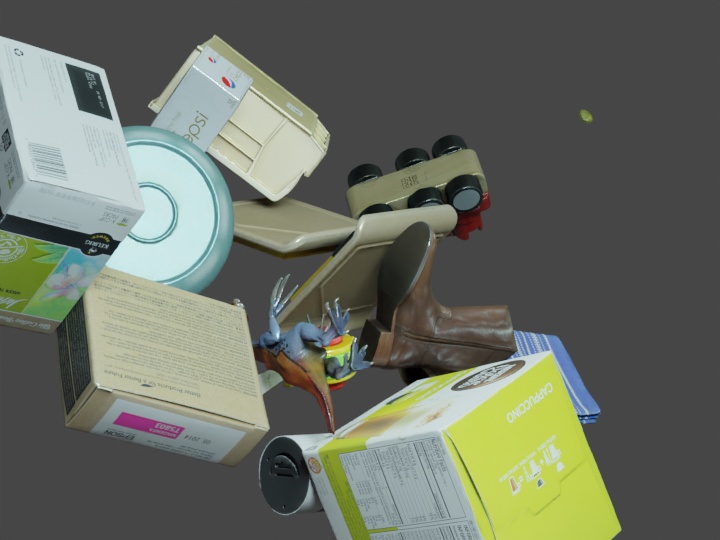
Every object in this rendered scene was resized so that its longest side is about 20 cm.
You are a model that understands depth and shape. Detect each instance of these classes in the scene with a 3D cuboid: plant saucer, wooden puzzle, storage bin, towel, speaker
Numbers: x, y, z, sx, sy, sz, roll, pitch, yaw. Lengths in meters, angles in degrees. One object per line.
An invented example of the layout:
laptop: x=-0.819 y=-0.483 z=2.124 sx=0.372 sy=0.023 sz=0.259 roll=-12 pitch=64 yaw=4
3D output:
plant saucer: x=-0.228 y=-0.059 z=1.686 sx=0.198 sy=0.027 sz=0.203 roll=4 pitch=78 yaw=-18
wooden puzzle: x=-0.090 y=-0.048 z=1.818 sx=0.198 sy=0.038 sz=0.184 roll=13 pitch=14 yaw=37
storage bin: x=-0.138 y=-0.185 z=1.917 sx=0.198 sy=0.094 sz=0.200 roll=38 pitch=9 yaw=-7
towel: x=0.215 y=0.129 z=2.045 sx=0.198 sy=0.024 sz=0.146 roll=10 pitch=43 yaw=-40
wooden puzzle: x=0.000 y=0.000 z=1.804 sx=0.184 sy=0.200 sz=0.037 roll=-10 pitch=56 yaw=-51
speaker: x=-0.010 y=0.209 z=1.658 sx=0.199 sy=0.081 sz=0.082 roll=3 pitch=48 yaw=-45

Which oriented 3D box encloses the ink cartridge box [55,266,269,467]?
ink cartridge box: x=-0.202 y=0.095 z=1.595 sx=0.198 sy=0.075 sz=0.166 roll=19 pitch=40 yaw=-32

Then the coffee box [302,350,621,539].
coffee box: x=0.102 y=0.220 z=1.569 sx=0.199 sy=0.197 sz=0.202 roll=-28 pitch=98 yaw=-46

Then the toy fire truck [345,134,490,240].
toy fire truck: x=0.081 y=-0.068 z=2.051 sx=0.201 sy=0.174 sz=0.130 roll=70 pitch=2 yaw=-49

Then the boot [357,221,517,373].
boot: x=0.109 y=0.038 z=1.794 sx=0.198 sy=0.188 sz=0.064 roll=7 pitch=29 yaw=-33

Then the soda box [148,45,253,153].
soda box: x=-0.203 y=-0.148 z=1.765 sx=0.068 sy=0.200 sz=0.064 roll=35 pitch=29 yaw=-8

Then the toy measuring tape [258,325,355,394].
toy measuring tape: x=-0.055 y=0.109 z=1.735 sx=0.074 sy=0.074 sz=0.200 roll=46 pitch=33 yaw=9

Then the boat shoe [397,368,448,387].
boat shoe: x=0.091 y=0.168 z=1.832 sx=0.064 sy=0.072 sz=0.201 roll=13 pitch=31 yaw=-30

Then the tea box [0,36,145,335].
tea box: x=-0.331 y=-0.081 z=1.553 sx=0.133 sy=0.197 sz=0.201 roll=13 pitch=41 yaw=-38

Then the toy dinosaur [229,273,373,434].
toy dinosaur: x=-0.084 y=0.078 z=1.656 sx=0.105 sy=0.180 sz=0.201 roll=55 pitch=40 yaw=-27
